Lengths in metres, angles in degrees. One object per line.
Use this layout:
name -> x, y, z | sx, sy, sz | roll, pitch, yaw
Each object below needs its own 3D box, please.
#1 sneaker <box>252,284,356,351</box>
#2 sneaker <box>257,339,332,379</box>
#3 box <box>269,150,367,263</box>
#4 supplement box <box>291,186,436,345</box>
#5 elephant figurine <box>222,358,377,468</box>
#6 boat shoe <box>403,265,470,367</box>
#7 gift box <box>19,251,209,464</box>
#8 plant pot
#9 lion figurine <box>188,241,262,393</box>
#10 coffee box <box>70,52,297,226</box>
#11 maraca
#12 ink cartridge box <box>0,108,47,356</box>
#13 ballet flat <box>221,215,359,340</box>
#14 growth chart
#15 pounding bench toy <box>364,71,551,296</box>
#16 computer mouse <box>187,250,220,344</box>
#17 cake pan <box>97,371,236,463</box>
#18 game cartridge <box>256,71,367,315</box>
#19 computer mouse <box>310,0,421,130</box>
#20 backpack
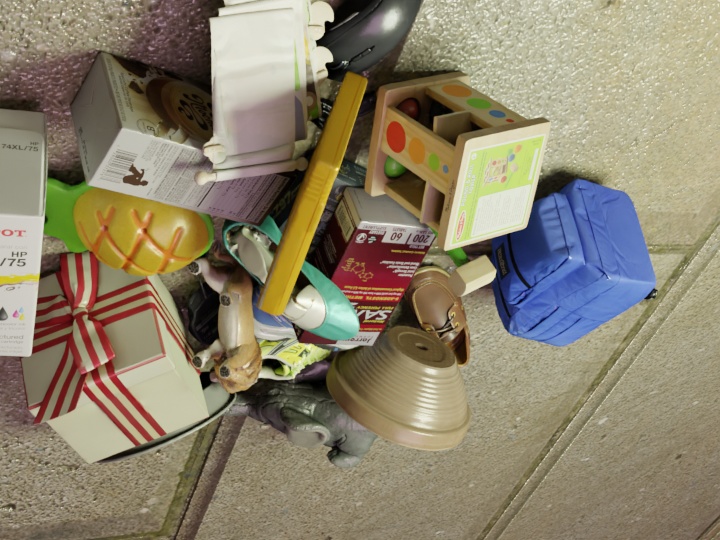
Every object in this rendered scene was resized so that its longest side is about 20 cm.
sneaker -> -0.052, 0.050, 1.438 | 0.198, 0.076, 0.077 | 2, 139, -29
sneaker -> -0.084, 0.106, 1.492 | 0.198, 0.077, 0.076 | -13, 140, -16
box -> -0.021, -0.047, 1.357 | 0.199, 0.051, 0.158 | 19, 127, -40
supplement box -> 0.000, 0.000, 1.331 | 0.108, 0.061, 0.201 | 3, 134, -28
elephant figurine -> -0.073, 0.189, 1.557 | 0.199, 0.142, 0.156 | 22, 109, -31
boat shoe -> 0.113, 0.065, 1.547 | 0.071, 0.068, 0.201 | -25, 143, 4
gift box -> -0.297, 0.101, 1.291 | 0.198, 0.185, 0.187 | -25, 145, -4
plant pot -> 0.062, 0.138, 1.489 | 0.199, 0.201, 0.093 | 7, 118, -33
lion figurine -> -0.152, 0.056, 1.354 | 0.122, 0.072, 0.202 | -27, 127, -68
coffee box -> -0.174, -0.127, 1.131 | 0.199, 0.114, 0.080 | 12, 131, -38
maraca -> -0.250, -0.053, 1.196 | 0.198, 0.108, 0.138 | 4, 140, 9
ink cartridge box -> -0.382, -0.038, 1.095 | 0.145, 0.147, 0.201 | 3, 137, -17
ballet flat -> -0.085, 0.013, 1.267 | 0.067, 0.200, 0.070 | -40, -176, 31
growth chart -> -0.089, -0.183, 1.083 | 0.144, 0.018, 0.202 | -5, 106, -36
pounding bench toy -> 0.089, -0.092, 1.233 | 0.123, 0.156, 0.202 | -16, 129, -36
computer mouse -> -0.198, 0.016, 1.362 | 0.059, 0.034, 0.201 | -41, 144, -28
cake pan -> -0.255, 0.180, 1.435 | 0.198, 0.200, 0.037 | -21, 99, -2
game cartridge -> -0.045, -0.080, 1.141 | 0.032, 0.177, 0.201 | 22, 131, -6
computer mouse -> 0.005, -0.213, 1.171 | 0.199, 0.046, 0.140 | -37, 141, 18
backpack -> 0.248, -0.007, 1.461 | 0.166, 0.164, 0.200 | 14, 144, -26
